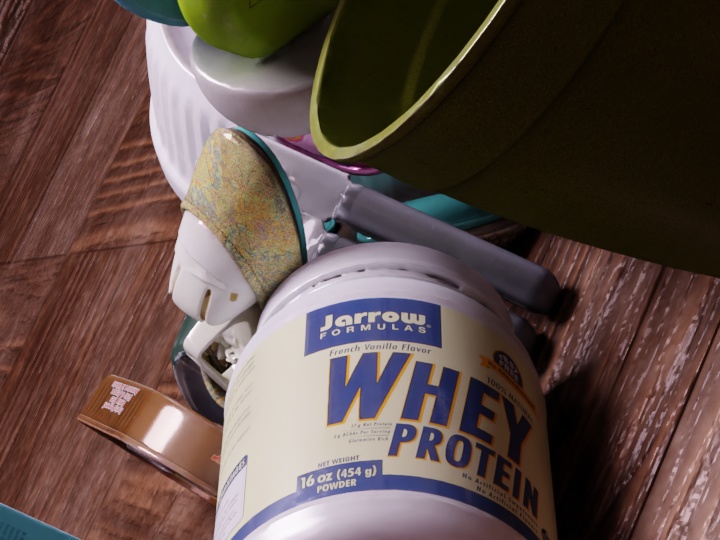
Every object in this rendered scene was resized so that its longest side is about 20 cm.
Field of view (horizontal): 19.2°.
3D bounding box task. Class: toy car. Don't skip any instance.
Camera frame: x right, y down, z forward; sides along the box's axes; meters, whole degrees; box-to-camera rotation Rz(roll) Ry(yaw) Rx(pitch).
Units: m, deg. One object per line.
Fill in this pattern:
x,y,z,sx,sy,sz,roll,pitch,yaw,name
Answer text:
-0.046,-0.171,0.945,0.200,0.150,0.175,-51,-33,-45,toy car

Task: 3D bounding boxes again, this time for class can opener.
0.005,-0.012,1.061,0.053,0.200,0.067,-63,-17,-5,can opener

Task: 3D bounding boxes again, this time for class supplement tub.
0.011,0.095,0.907,0.145,0.145,0.200,-50,22,30,supplement tub

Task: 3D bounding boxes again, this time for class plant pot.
0.115,-0.088,0.818,0.200,0.193,0.201,-51,22,29,plant pot

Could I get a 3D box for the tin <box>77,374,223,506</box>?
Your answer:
-0.098,0.106,1.232,0.042,0.112,0.200,-55,18,-10,tin

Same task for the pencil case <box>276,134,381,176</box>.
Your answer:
0.022,-0.143,1.087,0.087,0.087,0.200,-28,28,59,pencil case

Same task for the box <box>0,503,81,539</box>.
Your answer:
-0.138,0.171,1.100,0.049,0.200,0.082,-66,19,-12,box

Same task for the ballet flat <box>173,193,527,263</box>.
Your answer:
0.000,0.000,1.131,0.199,0.065,0.071,-6,19,19,ballet flat

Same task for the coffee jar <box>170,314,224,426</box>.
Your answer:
-0.039,-0.008,1.250,0.104,0.085,0.200,76,-151,-60,coffee jar

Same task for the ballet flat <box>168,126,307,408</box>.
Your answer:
-0.059,0.010,1.011,0.200,0.071,0.071,84,-159,-60,ballet flat

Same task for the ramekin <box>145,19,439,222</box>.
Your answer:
-0.027,-0.120,1.194,0.105,0.200,0.201,78,-156,-55,ramekin
